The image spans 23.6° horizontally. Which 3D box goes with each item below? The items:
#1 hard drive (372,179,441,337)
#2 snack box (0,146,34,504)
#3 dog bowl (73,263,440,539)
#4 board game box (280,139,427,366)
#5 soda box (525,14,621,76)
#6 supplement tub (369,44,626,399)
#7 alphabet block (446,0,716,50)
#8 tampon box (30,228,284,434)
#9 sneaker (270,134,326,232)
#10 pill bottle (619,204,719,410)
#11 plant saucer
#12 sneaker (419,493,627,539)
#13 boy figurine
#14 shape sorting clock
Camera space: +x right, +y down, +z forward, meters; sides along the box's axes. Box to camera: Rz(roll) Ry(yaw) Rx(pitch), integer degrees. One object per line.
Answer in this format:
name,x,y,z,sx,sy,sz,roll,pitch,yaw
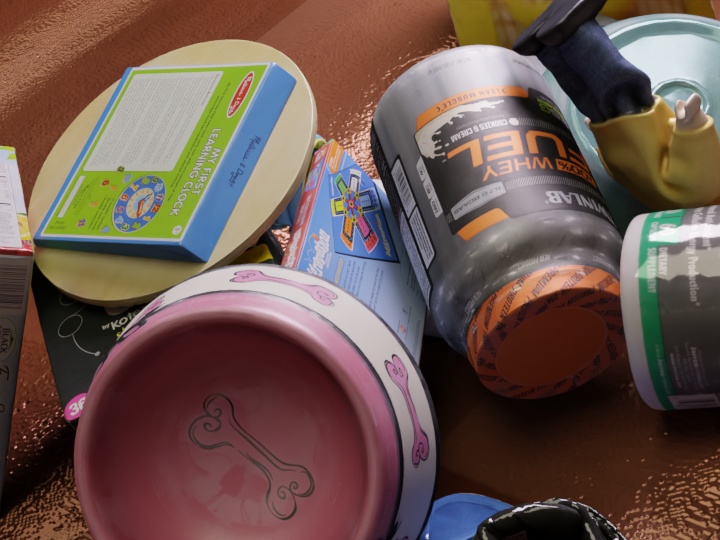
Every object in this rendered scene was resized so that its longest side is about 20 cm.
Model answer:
hard drive,0.051,-0.009,1.162,0.199,0.027,0.132,7,44,33
snack box,-0.251,0.037,1.112,0.053,0.201,0.142,4,29,-18
dog bowl,-0.061,0.098,0.905,0.199,0.202,0.074,-13,0,12
board game box,0.000,0.000,1.037,0.019,0.103,0.200,-36,18,22
soda box,0.115,-0.112,1.207,0.199,0.064,0.068,-26,31,-23
supplement tub,0.085,-0.029,1.035,0.122,0.123,0.201,-21,51,1
alphabet block,0.153,-0.274,1.317,0.194,0.197,0.201,-14,35,13
tampon box,-0.107,0.038,1.074,0.149,0.127,0.200,-30,39,0
sneaker,-0.081,-0.053,1.233,0.130,0.200,0.080,12,79,-7
pill bottle,0.251,0.015,0.947,0.198,0.114,0.113,-6,37,21
plant saucer,0.206,-0.098,1.121,0.198,0.036,0.201,-2,58,3
sneaker,0.080,0.144,0.866,0.076,0.112,0.200,-29,35,-11
boy figurine,0.179,-0.079,1.018,0.064,0.200,0.124,-45,8,-14
shape sorting clock,-0.116,-0.061,1.053,0.199,0.039,0.201,-19,45,21
